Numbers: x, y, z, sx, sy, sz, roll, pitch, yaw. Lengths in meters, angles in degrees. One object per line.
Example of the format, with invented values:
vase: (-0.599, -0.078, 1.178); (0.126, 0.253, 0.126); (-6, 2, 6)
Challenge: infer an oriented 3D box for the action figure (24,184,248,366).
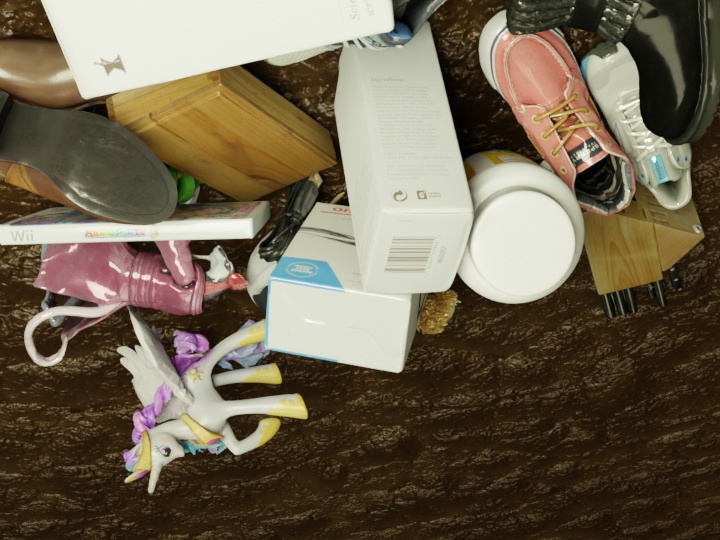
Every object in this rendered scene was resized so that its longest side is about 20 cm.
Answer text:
action figure: (-0.203, 0.007, 0.974); (0.197, 0.150, 0.135); (7, 140, 5)

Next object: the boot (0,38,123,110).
boot: (-0.167, -0.191, 0.752); (0.185, 0.065, 0.200); (1, 151, -35)

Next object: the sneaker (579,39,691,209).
sneaker: (0.253, -0.123, 0.910); (0.074, 0.088, 0.200); (-21, 142, 25)

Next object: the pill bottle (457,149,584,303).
pill bottle: (0.120, -0.038, 0.857); (0.108, 0.111, 0.200); (-9, -170, 3)

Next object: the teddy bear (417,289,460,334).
teddy bear: (0.004, 0.037, 1.014); (0.198, 0.068, 0.145); (-4, 172, -23)

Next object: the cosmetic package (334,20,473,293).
cosmetic package: (0.029, -0.092, 0.810); (0.073, 0.202, 0.102); (0, 145, -10)

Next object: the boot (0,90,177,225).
boot: (-0.233, -0.068, 0.826); (0.186, 0.069, 0.200); (15, 169, -7)

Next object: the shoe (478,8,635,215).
shoe: (0.169, -0.127, 0.865); (0.071, 0.091, 0.200); (-35, 137, 9)

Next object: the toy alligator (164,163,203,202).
toy alligator: (-0.205, -0.096, 0.892); (0.198, 0.055, 0.059); (18, 138, -32)

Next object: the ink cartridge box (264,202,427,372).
ink cartridge box: (0.000, 0.000, 0.894); (0.114, 0.200, 0.069); (9, 116, 8)

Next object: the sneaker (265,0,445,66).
sneaker: (0.001, -0.196, 0.757); (0.199, 0.086, 0.077); (-26, 142, 27)

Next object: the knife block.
knife block: (0.255, -0.020, 1.078); (0.198, 0.065, 0.176); (11, 141, -24)

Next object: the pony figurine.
pony figurine: (-0.181, 0.125, 1.130); (0.198, 0.194, 0.167); (-18, 153, -18)

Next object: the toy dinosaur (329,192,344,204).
toy dinosaur: (-0.015, -0.017, 1.058); (0.106, 0.061, 0.200); (-33, 139, 14)

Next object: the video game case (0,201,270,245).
video game case: (-0.180, -0.041, 0.876); (0.197, 0.018, 0.143); (-2, -171, 1)

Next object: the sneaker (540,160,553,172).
sneaker: (0.099, -0.071, 0.988); (0.197, 0.076, 0.077); (-2, 120, -7)

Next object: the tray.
tray: (-0.106, -0.110, 0.854); (0.098, 0.037, 0.200); (-21, 162, 19)

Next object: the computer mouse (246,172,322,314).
computer mouse: (-0.083, -0.016, 1.007); (0.043, 0.111, 0.200); (19, 150, -4)

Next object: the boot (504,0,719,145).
boot: (0.186, -0.183, 0.789); (0.156, 0.080, 0.213); (-11, 123, -4)

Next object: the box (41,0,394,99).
box: (-0.095, -0.232, 0.603); (0.197, 0.132, 0.201); (-10, 129, 6)
